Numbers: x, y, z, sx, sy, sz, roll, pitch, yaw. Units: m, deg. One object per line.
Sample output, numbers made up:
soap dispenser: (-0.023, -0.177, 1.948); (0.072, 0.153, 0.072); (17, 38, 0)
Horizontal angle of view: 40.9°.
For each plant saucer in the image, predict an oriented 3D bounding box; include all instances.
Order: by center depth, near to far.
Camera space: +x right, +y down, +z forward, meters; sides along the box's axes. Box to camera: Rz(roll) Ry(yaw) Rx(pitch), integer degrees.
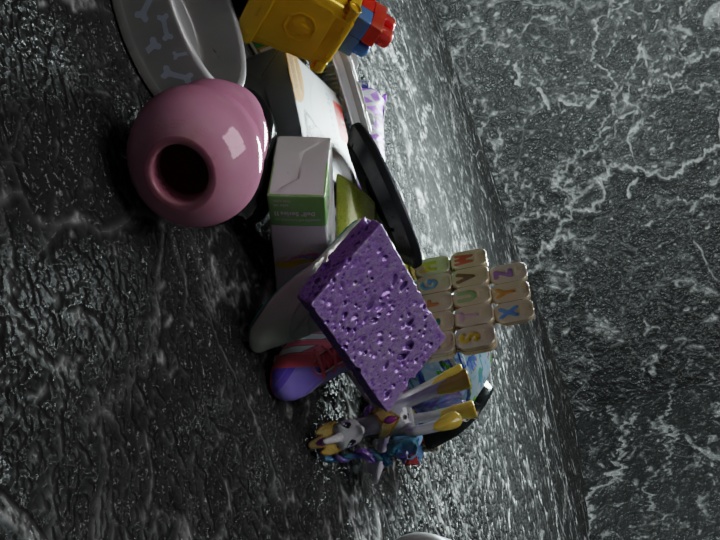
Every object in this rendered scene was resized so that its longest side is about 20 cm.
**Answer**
plant saucer: (0.000, 0.000, 1.245); (0.200, 0.047, 0.204); (75, 13, -77)

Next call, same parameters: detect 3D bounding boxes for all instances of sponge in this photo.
sponge: (0.017, 0.050, 1.027); (0.030, 0.112, 0.201); (27, -22, 43)

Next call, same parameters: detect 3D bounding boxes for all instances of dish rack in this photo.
dish rack: (-0.034, -0.287, 1.414); (0.201, 0.043, 0.174); (-119, -171, -50)

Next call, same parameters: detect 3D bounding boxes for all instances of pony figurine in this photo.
pony figurine: (0.037, 0.171, 1.164); (0.193, 0.196, 0.170); (30, 43, -87)

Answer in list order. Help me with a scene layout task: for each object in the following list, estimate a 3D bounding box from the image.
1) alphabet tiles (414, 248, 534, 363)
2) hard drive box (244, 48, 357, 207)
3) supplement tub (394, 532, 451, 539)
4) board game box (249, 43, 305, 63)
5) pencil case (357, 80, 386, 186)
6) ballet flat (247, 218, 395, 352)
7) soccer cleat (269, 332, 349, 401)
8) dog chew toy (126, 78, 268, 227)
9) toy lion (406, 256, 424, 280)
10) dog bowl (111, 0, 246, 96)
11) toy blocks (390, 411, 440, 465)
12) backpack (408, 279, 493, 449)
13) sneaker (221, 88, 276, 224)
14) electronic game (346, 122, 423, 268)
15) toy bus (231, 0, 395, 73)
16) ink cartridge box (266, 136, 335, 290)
alphabet tiles: (0.116, 0.039, 1.204); (0.201, 0.192, 0.015); (-86, 161, -55)
hard drive box: (-0.079, -0.175, 1.245); (0.200, 0.075, 0.159); (22, 54, -71)
supplement tub: (0.100, 0.404, 1.211); (0.200, 0.130, 0.134); (44, 34, -60)
board game box: (-0.130, -0.347, 1.310); (0.201, 0.034, 0.136); (58, 22, -44)
pencil case: (0.006, -0.187, 1.510); (0.084, 0.084, 0.204); (127, -37, -66)
ballet flat: (-0.036, 0.021, 1.031); (0.200, 0.069, 0.070); (-45, 127, -24)
soccer cleat: (-0.016, 0.085, 1.079); (0.198, 0.076, 0.068); (-28, 111, -39)
dog chew toy: (-0.140, -0.122, 0.904); (0.201, 0.122, 0.126); (-72, 143, -65)
toy lion: (0.053, 0.035, 1.542); (0.201, 0.067, 0.195); (54, 33, -50)
dog bowl: (-0.183, -0.259, 1.006); (0.200, 0.058, 0.204); (-17, 91, -74)
toy blocks: (0.069, 0.200, 1.399); (0.203, 0.098, 0.137); (67, 29, -22)
backpack: (0.105, 0.107, 1.312); (0.201, 0.153, 0.163); (55, 30, -2)
sneaker: (-0.134, -0.131, 1.046); (0.104, 0.059, 0.204); (53, 30, -62)
electronic game: (0.033, -0.096, 1.249); (0.200, 0.041, 0.203); (155, -89, -87)
toy bus: (-0.046, -0.338, 1.154); (0.189, 0.136, 0.202); (23, 44, -18)
ink cartridge box: (-0.064, -0.039, 1.120); (0.118, 0.066, 0.203); (-87, 176, -50)
